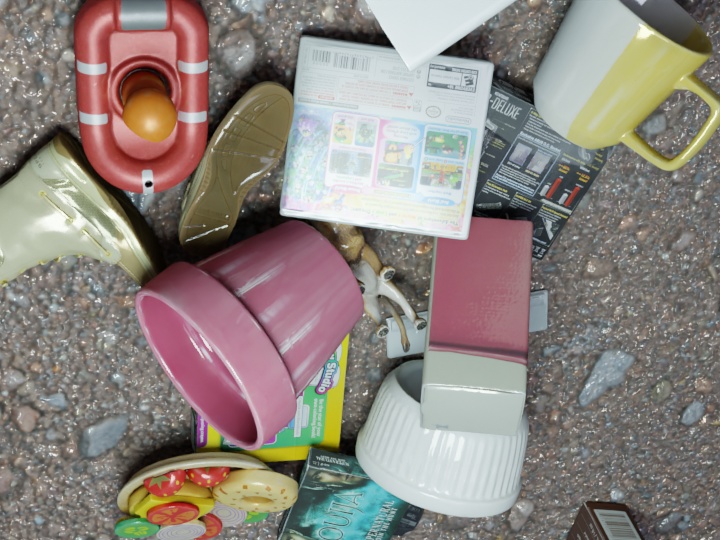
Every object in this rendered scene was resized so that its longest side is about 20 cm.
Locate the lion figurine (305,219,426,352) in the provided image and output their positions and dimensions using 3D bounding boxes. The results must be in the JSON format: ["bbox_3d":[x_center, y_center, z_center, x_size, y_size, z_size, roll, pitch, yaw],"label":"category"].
[{"bbox_3d":[0.000,0.000,1.479,0.072,0.123,0.201,-33,140,-10],"label":"lion figurine"}]

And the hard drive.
[{"bbox_3d":[0.095,-0.305,1.318,0.199,0.026,0.133,-33,101,6],"label":"hard drive"}]

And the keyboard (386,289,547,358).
[{"bbox_3d":[0.127,0.063,1.600,0.197,0.011,0.057,-10,129,-8],"label":"keyboard"}]

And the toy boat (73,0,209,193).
[{"bbox_3d":[-0.205,-0.163,1.293,0.129,0.131,0.202,-4,122,-12],"label":"toy boat"}]

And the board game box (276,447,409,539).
[{"bbox_3d":[-0.018,0.286,1.631,0.133,0.028,0.201,12,141,-7],"label":"board game box"}]

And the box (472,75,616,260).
[{"bbox_3d":[0.153,-0.116,1.467,0.198,0.050,0.159,20,114,-25],"label":"box"}]

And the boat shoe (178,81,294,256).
[{"bbox_3d":[-0.135,-0.113,1.382,0.071,0.065,0.201,22,113,-28],"label":"boat shoe"}]

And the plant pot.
[{"bbox_3d":[-0.101,0.050,1.381,0.179,0.199,0.202,-38,128,-23],"label":"plant pot"}]

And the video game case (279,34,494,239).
[{"bbox_3d":[0.025,-0.134,1.381,0.197,0.024,0.185,7,103,-3],"label":"video game case"}]

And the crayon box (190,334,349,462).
[{"bbox_3d":[-0.105,0.124,1.546,0.170,0.058,0.202,-3,123,-14],"label":"crayon box"}]

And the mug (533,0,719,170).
[{"bbox_3d":[0.259,-0.196,1.372,0.148,0.188,0.154,16,125,-33],"label":"mug"}]

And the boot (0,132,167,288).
[{"bbox_3d":[-0.303,-0.024,1.390,0.155,0.073,0.201,-33,122,7],"label":"boot"}]

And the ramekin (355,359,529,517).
[{"bbox_3d":[0.100,0.185,1.561,0.198,0.200,0.106,8,110,-19],"label":"ramekin"}]

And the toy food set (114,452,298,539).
[{"bbox_3d":[-0.185,0.268,1.580,0.198,0.049,0.198,10,145,-33],"label":"toy food set"}]

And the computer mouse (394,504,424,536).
[{"bbox_3d":[0.025,0.336,1.736,0.058,0.034,0.201,22,121,-16],"label":"computer mouse"}]

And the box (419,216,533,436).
[{"bbox_3d":[0.124,0.059,1.449,0.107,0.202,0.128,4,154,3],"label":"box"}]

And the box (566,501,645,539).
[{"bbox_3d":[0.309,0.419,1.818,0.074,0.100,0.202,7,119,-18],"label":"box"}]
